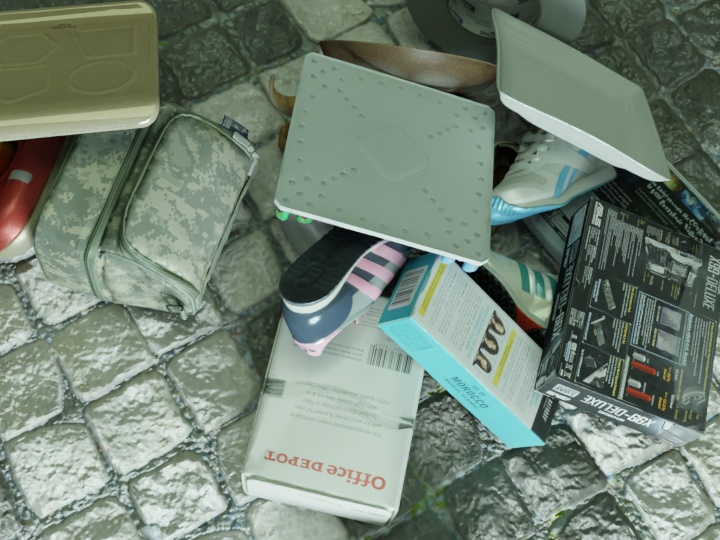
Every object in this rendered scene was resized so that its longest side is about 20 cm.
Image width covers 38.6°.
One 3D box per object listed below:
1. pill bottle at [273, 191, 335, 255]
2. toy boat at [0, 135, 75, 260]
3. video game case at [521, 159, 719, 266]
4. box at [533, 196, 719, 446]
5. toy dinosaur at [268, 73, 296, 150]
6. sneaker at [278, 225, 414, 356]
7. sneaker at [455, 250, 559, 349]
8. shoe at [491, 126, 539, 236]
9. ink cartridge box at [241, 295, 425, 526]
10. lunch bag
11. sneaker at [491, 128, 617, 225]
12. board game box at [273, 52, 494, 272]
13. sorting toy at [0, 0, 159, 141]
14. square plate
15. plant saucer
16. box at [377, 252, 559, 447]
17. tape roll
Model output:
[{"bbox_3d":[0.018,-0.090,1.059,0.199,0.114,0.114,-38,75,-20],"label":"pill bottle"},{"bbox_3d":[-0.363,-0.115,1.002,0.130,0.131,0.202,-7,57,39],"label":"toy boat"},{"bbox_3d":[0.299,-0.034,1.104,0.181,0.023,0.201,-29,64,-17],"label":"video game case"},{"bbox_3d":[0.266,0.047,0.997,0.156,0.050,0.202,21,64,-8],"label":"box"},{"bbox_3d":[-0.054,-0.168,1.085,0.060,0.107,0.199,38,30,30],"label":"toy dinosaur"},{"bbox_3d":[0.000,0.000,0.959,0.070,0.083,0.200,26,48,34],"label":"sneaker"},{"bbox_3d":[0.170,0.028,1.055,0.199,0.071,0.093,38,44,5],"label":"sneaker"},{"bbox_3d":[0.158,-0.098,1.098,0.070,0.054,0.200,30,60,26],"label":"shoe"},{"bbox_3d":[-0.020,0.125,0.978,0.145,0.083,0.202,13,65,0],"label":"ink cartridge box"},{"bbox_3d":[-0.204,-0.065,1.012,0.166,0.140,0.202,19,64,-1],"label":"lunch bag"},{"bbox_3d":[0.183,-0.102,1.046,0.199,0.076,0.081,-27,98,-45],"label":"sneaker"},{"bbox_3d":[0.027,-0.103,0.964,0.198,0.026,0.201,15,52,-9],"label":"board game box"},{"bbox_3d":[-0.284,-0.188,0.980,0.183,0.037,0.201,-7,44,-7],"label":"sorting toy"},{"bbox_3d":[0.217,-0.178,1.056,0.198,0.029,0.199,25,36,-13],"label":"square plate"},{"bbox_3d":[0.051,-0.211,1.092,0.198,0.200,0.037,9,97,-2],"label":"plant saucer"},{"bbox_3d":[0.110,0.077,0.973,0.200,0.049,0.083,44,55,-23],"label":"box"},{"bbox_3d":[0.151,-0.312,1.124,0.198,0.201,0.067,14,65,0],"label":"tape roll"}]
